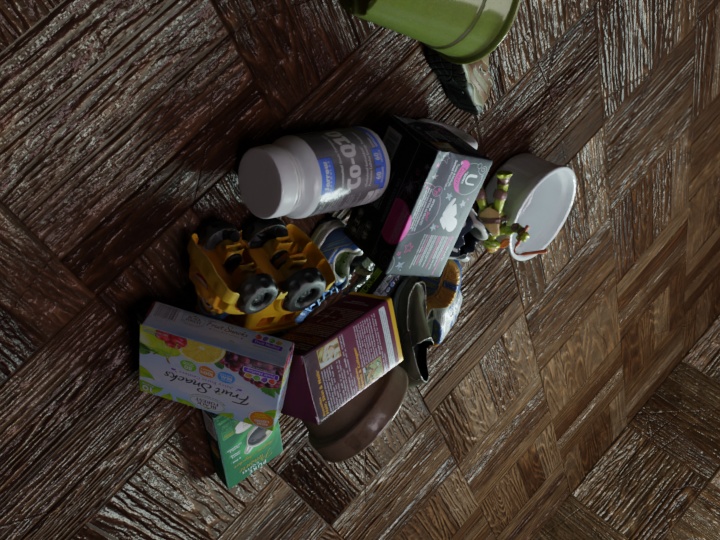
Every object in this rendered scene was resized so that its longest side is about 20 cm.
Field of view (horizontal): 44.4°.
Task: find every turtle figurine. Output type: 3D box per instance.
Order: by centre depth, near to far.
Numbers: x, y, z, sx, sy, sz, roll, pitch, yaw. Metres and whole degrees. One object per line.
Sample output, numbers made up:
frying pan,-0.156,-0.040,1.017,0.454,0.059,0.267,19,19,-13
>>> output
turtle figurine,0.247,-0.099,1.604,0.064,0.199,0.162,-27,119,-55

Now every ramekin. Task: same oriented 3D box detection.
ramekin,0.319,-0.129,1.711,0.200,0.098,0.201,-32,141,-30

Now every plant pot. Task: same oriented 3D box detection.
plant pot,0.073,-0.378,1.135,0.189,0.200,0.201,-1,121,-35
plant pot,-0.050,0.185,1.445,0.175,0.200,0.200,43,82,-18

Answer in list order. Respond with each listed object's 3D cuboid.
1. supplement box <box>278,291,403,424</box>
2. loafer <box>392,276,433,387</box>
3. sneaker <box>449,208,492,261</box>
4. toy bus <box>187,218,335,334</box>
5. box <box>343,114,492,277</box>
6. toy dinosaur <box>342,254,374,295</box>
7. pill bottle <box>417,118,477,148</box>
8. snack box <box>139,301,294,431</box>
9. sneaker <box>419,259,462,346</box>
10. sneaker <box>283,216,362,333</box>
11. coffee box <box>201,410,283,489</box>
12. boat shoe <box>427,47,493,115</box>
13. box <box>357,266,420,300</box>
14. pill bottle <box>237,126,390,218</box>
supplement box,-0.036,0.124,1.298,0.200,0.085,0.111,-31,117,-42
loafer,0.100,0.109,1.544,0.075,0.069,0.201,5,86,-54
sneaker,0.180,-0.105,1.511,0.079,0.129,0.200,34,78,-55
toy bus,-0.166,0.035,1.247,0.200,0.136,0.192,-7,141,-47
box,0.081,-0.108,1.303,0.114,0.132,0.201,5,118,-38
toy dinosaur,0.000,0.000,1.436,0.088,0.047,0.200,-54,-176,19
pill bottle,0.106,-0.135,1.432,0.109,0.109,0.201,-7,124,-48
snack box,-0.199,0.132,1.204,0.053,0.199,0.143,-70,176,-46
sneaker,0.150,0.043,1.617,0.088,0.075,0.201,-40,153,-43
sneaker,-0.070,0.016,1.378,0.076,0.077,0.201,14,109,-56
coffee box,-0.195,0.264,1.471,0.123,0.044,0.201,-33,141,-28
boat shoe,0.161,-0.322,1.377,0.074,0.076,0.200,-56,155,-7
box,0.051,0.061,1.597,0.200,0.047,0.193,-53,149,-4
pill bottle,-0.063,-0.134,1.219,0.200,0.114,0.114,-17,132,-43
